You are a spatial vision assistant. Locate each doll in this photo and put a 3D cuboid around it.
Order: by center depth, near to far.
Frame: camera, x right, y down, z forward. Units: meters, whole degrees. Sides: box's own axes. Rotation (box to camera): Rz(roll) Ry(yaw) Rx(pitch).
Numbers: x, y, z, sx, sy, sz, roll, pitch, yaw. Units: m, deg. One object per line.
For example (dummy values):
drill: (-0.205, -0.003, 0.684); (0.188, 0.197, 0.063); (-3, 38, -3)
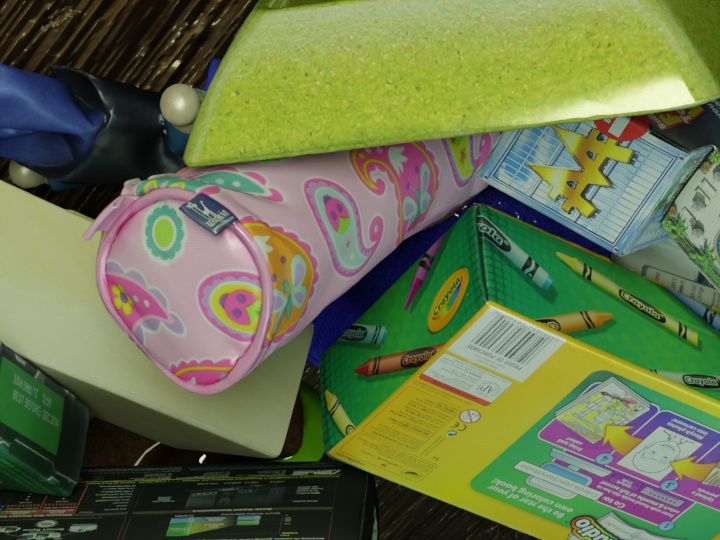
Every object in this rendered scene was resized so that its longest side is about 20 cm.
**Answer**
doll: (-0.110, -0.059, 1.076); (0.199, 0.049, 0.136); (13, 162, -39)

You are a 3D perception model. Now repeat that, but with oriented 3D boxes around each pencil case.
pencil case: (-0.022, -0.028, 1.048); (0.200, 0.087, 0.088); (-36, 168, -51)

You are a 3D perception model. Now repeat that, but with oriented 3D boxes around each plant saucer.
plant saucer: (0.042, -0.105, 1.039); (0.198, 0.200, 0.048); (-6, 111, 12)

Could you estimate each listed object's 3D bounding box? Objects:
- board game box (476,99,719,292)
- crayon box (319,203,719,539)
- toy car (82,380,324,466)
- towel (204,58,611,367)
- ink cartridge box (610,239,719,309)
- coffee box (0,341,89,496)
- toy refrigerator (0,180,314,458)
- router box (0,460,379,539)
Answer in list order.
board game box: (0.153, -0.041, 1.083); (0.199, 0.200, 0.062); (-18, 149, -44)
crayon box: (0.096, 0.059, 1.163); (0.199, 0.059, 0.119); (23, 133, -27)
toy car: (-0.076, 0.143, 1.338); (0.157, 0.201, 0.164); (-34, 151, 15)
towel: (0.000, 0.000, 1.202); (0.199, 0.050, 0.148); (23, 141, -1)
ink cartridge box: (0.189, -0.035, 1.229); (0.199, 0.147, 0.083); (21, 149, 6)
coffee box: (-0.224, 0.050, 1.100); (0.198, 0.044, 0.123); (5, 165, 14)
toy refrigerator: (-0.119, 0.016, 1.130); (0.199, 0.070, 0.076); (26, 164, -39)
router box: (-0.091, 0.129, 1.115); (0.198, 0.063, 0.150); (-2, -169, 3)
